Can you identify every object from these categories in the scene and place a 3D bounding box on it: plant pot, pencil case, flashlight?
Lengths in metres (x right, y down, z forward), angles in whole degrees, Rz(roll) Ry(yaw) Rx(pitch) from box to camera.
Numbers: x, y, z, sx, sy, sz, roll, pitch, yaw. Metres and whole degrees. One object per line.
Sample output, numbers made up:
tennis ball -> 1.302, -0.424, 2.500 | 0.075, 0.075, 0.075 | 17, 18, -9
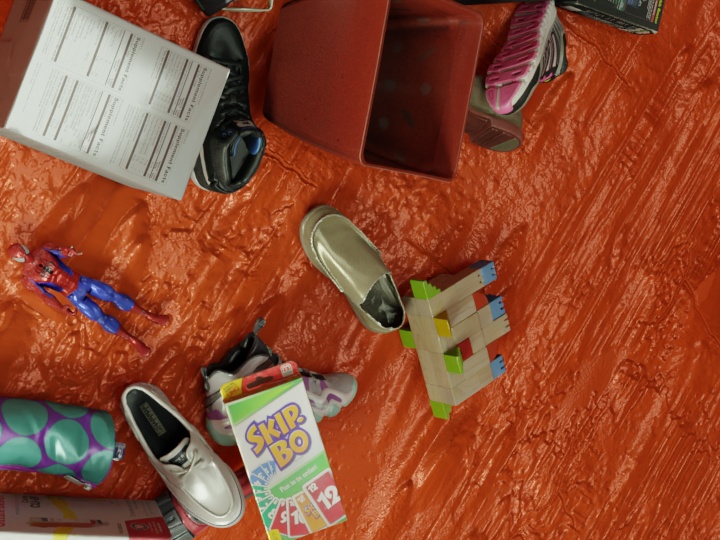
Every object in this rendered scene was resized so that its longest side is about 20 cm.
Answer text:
plant pot -> 0.003, -0.221, 1.439 | 0.200, 0.176, 0.201 | 4, 97, -56
pencil case -> -0.365, 0.188, 1.373 | 0.199, 0.085, 0.093 | 11, 67, -31
flashlight -> -0.150, 0.252, 1.490 | 0.200, 0.068, 0.068 | -30, 111, -1

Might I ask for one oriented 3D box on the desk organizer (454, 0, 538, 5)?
desk organizer -> 0.210, -0.381, 1.579 | 0.199, 0.072, 0.077 | -5, 93, -11

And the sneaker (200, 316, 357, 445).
sneaker -> -0.099, 0.119, 1.521 | 0.199, 0.078, 0.140 | -17, 108, -27

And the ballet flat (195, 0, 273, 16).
ballet flat -> -0.101, -0.336, 1.443 | 0.199, 0.073, 0.073 | -21, 109, -19

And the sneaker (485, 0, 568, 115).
sneaker -> 0.223, -0.263, 1.620 | 0.087, 0.074, 0.200 | 49, 47, -33

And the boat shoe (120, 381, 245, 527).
boat shoe -> -0.204, 0.209, 1.432 | 0.072, 0.066, 0.200 | -34, 85, -6

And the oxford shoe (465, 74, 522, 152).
oxford shoe -> 0.125, -0.222, 1.609 | 0.200, 0.070, 0.075 | 26, 59, -30

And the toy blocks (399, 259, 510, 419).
toy blocks -> 0.137, 0.077, 1.653 | 0.137, 0.100, 0.201 | -28, 112, -35

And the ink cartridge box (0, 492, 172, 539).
ink cartridge box -> -0.316, 0.302, 1.365 | 0.199, 0.145, 0.084 | 6, 95, -17

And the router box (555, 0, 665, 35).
router box -> 0.349, -0.434, 1.691 | 0.149, 0.062, 0.201 | 12, 93, -30

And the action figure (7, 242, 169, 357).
action figure -> -0.295, 0.028, 1.382 | 0.200, 0.099, 0.065 | 35, 80, -28

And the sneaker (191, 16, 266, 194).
sneaker -> -0.141, -0.185, 1.421 | 0.073, 0.112, 0.201 | -2, 100, -31

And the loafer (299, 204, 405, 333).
loafer -> 0.000, 0.000, 1.562 | 0.076, 0.068, 0.200 | -46, 118, -15

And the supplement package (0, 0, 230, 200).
supplement package -> -0.275, -0.183, 1.319 | 0.200, 0.152, 0.151 | 22, 87, -31

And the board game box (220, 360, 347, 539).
board game box -> -0.089, 0.212, 1.456 | 0.095, 0.030, 0.201 | -19, 98, -8
